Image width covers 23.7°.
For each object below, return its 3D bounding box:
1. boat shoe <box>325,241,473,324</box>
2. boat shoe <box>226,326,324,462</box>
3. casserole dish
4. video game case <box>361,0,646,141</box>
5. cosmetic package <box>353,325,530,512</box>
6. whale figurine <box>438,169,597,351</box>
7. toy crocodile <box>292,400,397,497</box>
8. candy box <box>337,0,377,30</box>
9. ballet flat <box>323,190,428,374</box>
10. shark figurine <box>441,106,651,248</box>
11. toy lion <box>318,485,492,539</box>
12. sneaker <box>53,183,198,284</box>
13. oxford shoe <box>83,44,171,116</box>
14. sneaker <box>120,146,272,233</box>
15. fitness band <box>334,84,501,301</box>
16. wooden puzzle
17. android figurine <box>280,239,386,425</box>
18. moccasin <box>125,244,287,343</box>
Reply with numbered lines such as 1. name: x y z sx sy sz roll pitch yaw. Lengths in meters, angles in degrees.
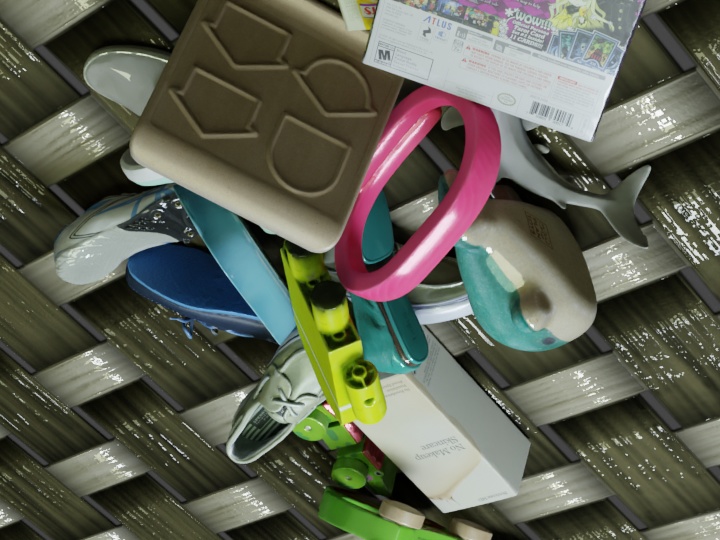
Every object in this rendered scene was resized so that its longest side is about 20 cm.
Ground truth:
1. boat shoe: 0.024 0.004 1.602 0.198 0.072 0.062 3 132 20
2. boat shoe: -0.067 0.122 1.670 0.072 0.062 0.200 30 132 -9
3. casserole dish: -0.108 -0.013 1.576 0.039 0.121 0.200 -34 143 0
4. video game case: 0.114 -0.206 1.323 0.198 0.036 0.182 19 133 4
5. cosmetic package: 0.072 0.151 1.738 0.103 0.073 0.200 -21 124 37
6. whale figurine: 0.120 -0.005 1.487 0.103 0.160 0.200 -32 137 25
7. toy crocodile: -0.016 0.165 1.789 0.061 0.068 0.200 -14 128 33
8. candy box: 0.070 -0.242 1.353 0.198 0.027 0.103 0 135 21
9. ballet flat: 0.000 0.000 1.550 0.070 0.067 0.202 -16 93 34
10. shark figurine: 0.142 -0.085 1.451 0.214 0.090 0.128 43 135 -22
11. toy lion: 0.027 0.268 1.815 0.191 0.069 0.199 18 177 41
12. sneaker: -0.212 -0.052 1.639 0.199 0.073 0.072 -23 141 20
13. oxford shoe: -0.156 -0.141 1.526 0.199 0.058 0.075 25 140 -4
14. sneaker: -0.104 -0.073 1.466 0.199 0.074 0.119 -15 122 -22
15. fitness band: 0.041 -0.067 1.430 0.037 0.144 0.200 21 122 -33
16. wooden puzzle: -0.074 -0.133 1.406 0.184 0.201 0.046 26 155 -8
17. android figurine: -0.026 0.055 1.511 0.041 0.183 0.201 -22 142 -7
18. moccasin: -0.140 0.038 1.693 0.198 0.081 0.068 22 143 -1
